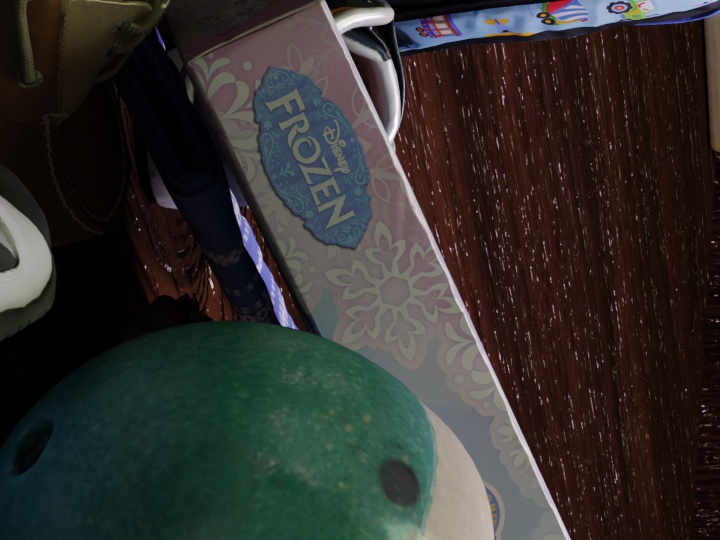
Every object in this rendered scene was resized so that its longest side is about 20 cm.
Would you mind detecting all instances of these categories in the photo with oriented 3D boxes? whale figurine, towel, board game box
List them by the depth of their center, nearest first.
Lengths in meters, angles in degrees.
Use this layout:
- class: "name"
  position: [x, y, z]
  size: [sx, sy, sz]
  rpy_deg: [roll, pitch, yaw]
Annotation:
- class: "whale figurine"
  position: [-0.051, 0.097, 0.639]
  size: [0.104, 0.159, 0.200]
  rpy_deg: [41, 53, -23]
- class: "board game box"
  position: [0.000, 0.000, 0.825]
  size: [0.199, 0.043, 0.200]
  rpy_deg: [-120, -175, -73]
- class: "towel"
  position: [-0.027, 0.013, 0.892]
  size: [0.200, 0.024, 0.145]
  rpy_deg: [63, -1, -34]

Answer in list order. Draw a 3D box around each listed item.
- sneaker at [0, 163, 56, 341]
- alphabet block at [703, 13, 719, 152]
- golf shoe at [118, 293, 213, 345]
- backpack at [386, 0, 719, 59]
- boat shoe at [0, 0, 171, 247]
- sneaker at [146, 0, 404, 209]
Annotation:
- class: "sneaker"
  position: [-0.114, -0.025, 0.590]
  size: [0.200, 0.074, 0.089]
  rpy_deg: [-37, 128, -76]
- class: "alphabet block"
  position: [0.509, -0.273, 3.332]
  size: [0.196, 0.196, 0.200]
  rpy_deg: [-73, 160, -49]
- class: "golf shoe"
  position: [-0.064, 0.065, 0.872]
  size: [0.075, 0.091, 0.200]
  rpy_deg: [53, 1, -14]
- class: "backpack"
  position: [0.072, -0.179, 1.182]
  size: [0.183, 0.199, 0.135]
  rpy_deg: [68, 25, -59]
- class: "boat shoe"
  position: [-0.084, -0.075, 0.736]
  size: [0.200, 0.072, 0.076]
  rpy_deg: [74, 20, -53]
- class: "sneaker"
  position: [-0.019, -0.072, 1.045]
  size: [0.200, 0.079, 0.079]
  rpy_deg: [-69, 155, -64]
